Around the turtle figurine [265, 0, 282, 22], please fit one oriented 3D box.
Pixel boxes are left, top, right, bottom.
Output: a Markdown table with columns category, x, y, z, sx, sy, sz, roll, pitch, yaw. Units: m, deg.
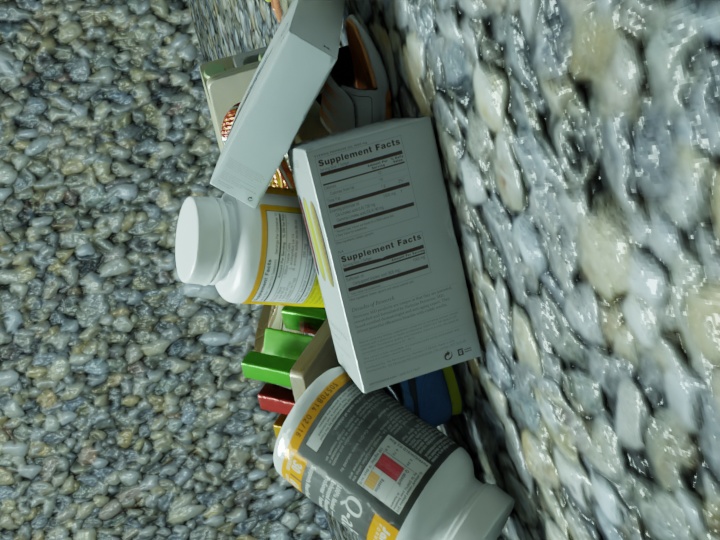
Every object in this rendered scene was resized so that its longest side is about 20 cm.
| category | x | y | z | sx | sy | sz | roll | pitch | yaw |
| --- | --- | --- | --- | --- | --- | --- | --- | --- | --- |
| turtle figurine | -0.062 | -0.349 | 0.891 | 0.163 | 0.063 | 0.203 | -110 | 23 | -48 |

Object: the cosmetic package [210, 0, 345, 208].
| category | x | y | z | sx | sy | sz | roll | pitch | yaw |
| --- | --- | --- | --- | --- | --- | --- | --- | --- | --- |
| cosmetic package | -0.071 | -0.169 | 0.877 | 0.152 | 0.051 | 0.201 | -56 | 15 | 24 |

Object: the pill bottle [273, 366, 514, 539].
| category | x | y | z | sx | sy | sz | roll | pitch | yaw |
| --- | --- | --- | --- | --- | --- | --- | --- | --- | --- |
| pill bottle | 0.029 | 0.183 | 0.849 | 0.198 | 0.117 | 0.117 | 33 | 152 | 21 |

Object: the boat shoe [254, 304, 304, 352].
| category | x | y | z | sx | sy | sz | roll | pitch | yaw |
| --- | --- | --- | --- | --- | --- | --- | --- | --- | --- |
| boat shoe | -0.079 | 0.028 | 1.202 | 0.072 | 0.064 | 0.203 | -114 | 38 | -61 |

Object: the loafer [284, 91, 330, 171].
| category | x | y | z | sx | sy | sz | roll | pitch | yaw |
| --- | --- | --- | --- | --- | --- | --- | --- | --- | --- |
| loafer | -0.053 | -0.166 | 1.083 | 0.201 | 0.066 | 0.077 | -92 | -17 | -62 |

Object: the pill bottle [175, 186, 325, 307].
| category | x | y | z | sx | sy | sz | roll | pitch | yaw |
| --- | --- | --- | --- | --- | --- | --- | --- | --- | --- |
| pill bottle | -0.070 | -0.022 | 0.911 | 0.109 | 0.196 | 0.112 | -16 | 72 | 62 |

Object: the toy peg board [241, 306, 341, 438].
| category | x | y | z | sx | sy | sz | roll | pitch | yaw |
| --- | --- | --- | --- | --- | --- | --- | --- | --- | --- |
| toy peg board | -0.046 | 0.125 | 1.124 | 0.201 | 0.096 | 0.202 | -53 | -36 | -45 |

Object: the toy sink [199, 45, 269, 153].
| category | x | y | z | sx | sy | sz | roll | pitch | yaw |
| --- | --- | --- | --- | --- | --- | --- | --- | --- | --- |
| toy sink | -0.129 | -0.212 | 1.239 | 0.202 | 0.128 | 0.113 | 82 | 168 | -50 |

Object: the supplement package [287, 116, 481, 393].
| category | x | y | z | sx | sy | sz | roll | pitch | yaw |
| --- | --- | --- | --- | --- | --- | --- | --- | --- | --- |
| supplement package | 0.017 | -0.019 | 0.821 | 0.114 | 0.107 | 0.204 | -149 | 44 | -75 |

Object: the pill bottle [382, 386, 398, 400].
| category | x | y | z | sx | sy | sz | roll | pitch | yaw |
| --- | --- | --- | --- | --- | --- | --- | --- | --- | --- |
| pill bottle | 0.039 | 0.202 | 0.970 | 0.201 | 0.111 | 0.113 | 55 | 164 | 18 |

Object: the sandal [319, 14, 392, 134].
| category | x | y | z | sx | sy | sz | roll | pitch | yaw |
| --- | --- | --- | --- | --- | --- | --- | --- | --- | --- |
| sandal | -0.006 | -0.134 | 0.914 | 0.080 | 0.058 | 0.209 | -119 | 16 | -47 |

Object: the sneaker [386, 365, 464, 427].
| category | x | y | z | sx | sy | sz | roll | pitch | yaw |
| --- | --- | --- | --- | --- | --- | --- | --- | --- | --- |
| sneaker | 0.034 | 0.061 | 0.949 | 0.066 | 0.077 | 0.203 | 90 | 163 | -63 |

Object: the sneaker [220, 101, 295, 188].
| category | x | y | z | sx | sy | sz | roll | pitch | yaw |
| --- | --- | --- | --- | --- | --- | --- | --- | --- | --- |
| sneaker | -0.088 | -0.098 | 1.093 | 0.077 | 0.072 | 0.204 | -41 | -66 | -59 |
